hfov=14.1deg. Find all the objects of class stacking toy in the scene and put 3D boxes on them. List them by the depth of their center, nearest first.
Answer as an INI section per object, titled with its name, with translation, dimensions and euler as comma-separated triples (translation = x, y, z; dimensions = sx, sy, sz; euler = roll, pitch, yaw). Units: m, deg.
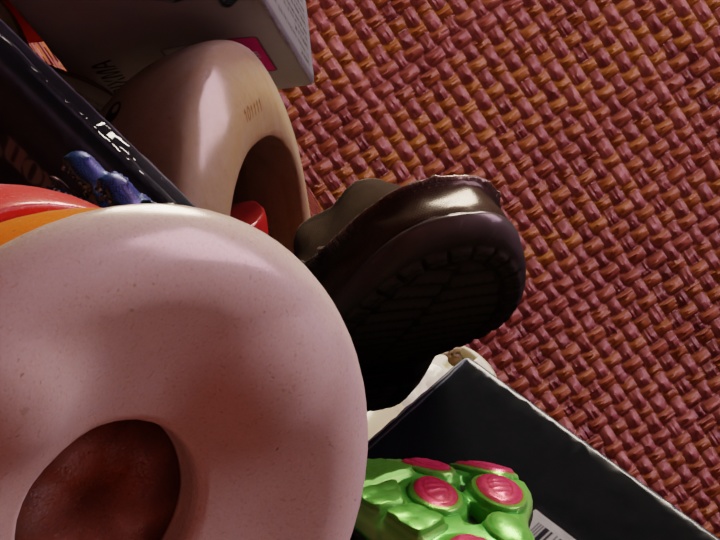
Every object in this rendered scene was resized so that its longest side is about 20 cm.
[stacking toy]
translation = -0.105, 0.025, 0.722
dimensions = 0.200, 0.146, 0.146
euler = 33, -16, 48

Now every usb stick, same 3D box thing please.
[usb stick]
translation = -0.086, -0.021, 0.993
dimensions = 0.200, 0.033, 0.056
euler = 44, -35, 13

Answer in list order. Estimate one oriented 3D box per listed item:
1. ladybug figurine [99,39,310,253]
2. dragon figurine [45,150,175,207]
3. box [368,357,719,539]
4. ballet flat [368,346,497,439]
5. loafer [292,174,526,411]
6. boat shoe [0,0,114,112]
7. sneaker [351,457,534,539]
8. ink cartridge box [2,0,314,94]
[ladybug figurine]
translation = -0.065, 0.009, 1.128
dimensions = 0.136, 0.072, 0.201
euler = -47, 135, -63
[dragon figurine]
translation = -0.058, 0.061, 0.933
dimensions = 0.200, 0.099, 0.059
euler = 57, 4, -8
[box]
translation = 0.083, 0.172, 1.043
dimensions = 0.200, 0.124, 0.197
euler = 36, -22, 36
[ballet flat]
translation = 0.026, 0.061, 1.251
dimensions = 0.070, 0.069, 0.200
euler = 57, 10, 3
[loafer]
translation = 0.000, 0.000, 1.036
dimensions = 0.200, 0.073, 0.071
euler = 136, -55, -66
[boat shoe]
translation = -0.139, -0.045, 1.121
dimensions = 0.200, 0.072, 0.072
euler = 52, 38, -63
[sneaker]
translation = 0.032, 0.116, 0.913
dimensions = 0.200, 0.076, 0.084
euler = -132, -130, -61
[ink cartridge box]
translation = -0.122, -0.110, 1.110
dimensions = 0.200, 0.173, 0.044
euler = 56, 27, -70
